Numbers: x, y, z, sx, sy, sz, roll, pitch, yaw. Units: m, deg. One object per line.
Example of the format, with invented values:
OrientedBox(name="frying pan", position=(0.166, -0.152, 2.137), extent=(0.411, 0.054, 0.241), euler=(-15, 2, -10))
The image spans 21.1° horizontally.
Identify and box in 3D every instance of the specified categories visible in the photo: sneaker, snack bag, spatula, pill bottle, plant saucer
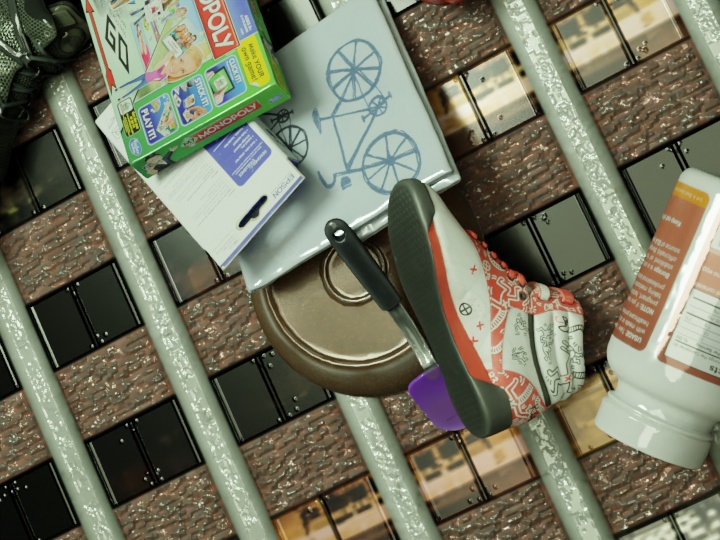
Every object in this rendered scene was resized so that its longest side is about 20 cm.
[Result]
OrientedBox(name="sneaker", position=(0.098, 0.015, 1.442), extent=(0.108, 0.067, 0.202), euler=(-21, 90, -24))
OrientedBox(name="snack bag", position=(-0.035, -0.096, 1.507), extent=(0.200, 0.021, 0.189), euler=(-32, 61, 17))
OrientedBox(name="spatula", position=(0.033, 0.041, 1.467), extent=(0.057, 0.021, 0.200), euler=(-33, 103, 13))
OrientedBox(name="sneaker", position=(-0.282, -0.161, 1.587), extent=(0.114, 0.076, 0.200), euler=(6, 86, 25))
OrientedBox(name="pill bottle", position=(0.246, 0.036, 1.391), extent=(0.112, 0.112, 0.200), euler=(25, 97, 17))
OrientedBox(name="plant saucer", position=(0.000, 0.000, 1.515), extent=(0.200, 0.034, 0.200), euler=(0, 89, 17))

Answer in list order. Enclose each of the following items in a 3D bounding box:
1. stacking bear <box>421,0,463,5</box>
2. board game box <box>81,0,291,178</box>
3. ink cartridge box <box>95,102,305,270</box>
OrientedBox(name="stacking bear", position=(0.008, -0.275, 1.479), extent=(0.200, 0.121, 0.114), euler=(31, 130, 6))
OrientedBox(name="board game box", position=(-0.144, -0.187, 1.528), extent=(0.135, 0.029, 0.200), euler=(-29, 59, 14))
OrientedBox(name="ink cartridge box", position=(-0.121, -0.090, 1.519), extent=(0.099, 0.039, 0.200), euler=(-47, 56, 8))
